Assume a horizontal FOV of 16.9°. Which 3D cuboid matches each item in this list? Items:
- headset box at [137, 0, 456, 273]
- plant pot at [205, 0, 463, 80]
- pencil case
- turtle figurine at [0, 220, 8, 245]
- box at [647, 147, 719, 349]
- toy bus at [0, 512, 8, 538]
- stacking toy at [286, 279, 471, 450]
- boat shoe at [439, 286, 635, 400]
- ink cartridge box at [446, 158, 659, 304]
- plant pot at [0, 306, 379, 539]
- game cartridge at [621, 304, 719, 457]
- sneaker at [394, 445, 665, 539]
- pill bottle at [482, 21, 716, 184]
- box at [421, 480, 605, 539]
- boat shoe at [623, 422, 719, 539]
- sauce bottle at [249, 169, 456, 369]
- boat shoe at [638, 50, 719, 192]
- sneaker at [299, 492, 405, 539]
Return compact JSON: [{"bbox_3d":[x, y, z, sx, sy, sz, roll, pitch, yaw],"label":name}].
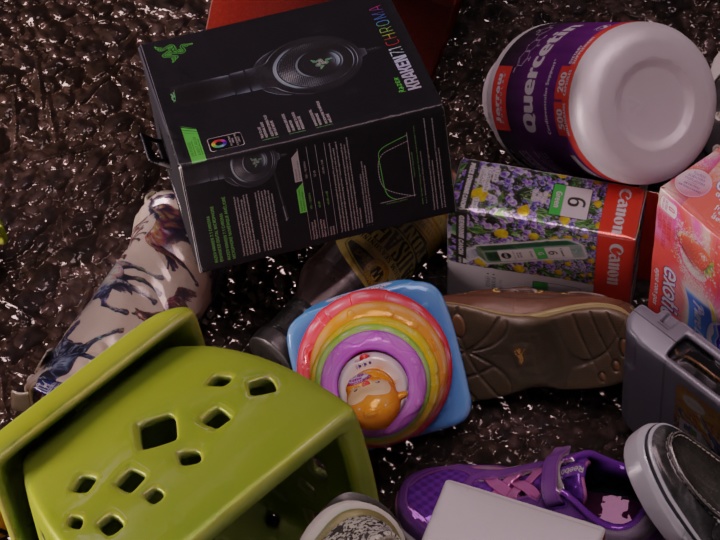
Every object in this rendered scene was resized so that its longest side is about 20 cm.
[{"bbox_3d":[-0.053,-0.099,1.691,0.199,0.093,0.174,-13,36,-6],"label":"headset box"},{"bbox_3d":[-0.001,-0.241,1.847,0.175,0.200,0.201,21,56,1],"label":"plant pot"},{"bbox_3d":[-0.162,0.034,1.706,0.089,0.078,0.201,27,58,4],"label":"pencil case"},{"bbox_3d":[-0.337,-0.007,1.750,0.161,0.064,0.201,-28,69,0],"label":"turtle figurine"},{"bbox_3d":[0.263,0.009,1.634,0.102,0.201,0.095,-33,58,-22],"label":"box"},{"bbox_3d":[-0.302,0.096,1.646,0.078,0.065,0.201,-25,73,5],"label":"toy bus"},{"bbox_3d":[0.008,0.074,1.584,0.115,0.200,0.110,-16,95,4],"label":"stacking toy"},{"bbox_3d":[0.102,0.047,1.702,0.199,0.073,0.068,-1,18,12],"label":"boat shoe"},{"bbox_3d":[0.162,-0.012,1.709,0.199,0.109,0.051,10,54,9],"label":"ink cartridge box"},{"bbox_3d":[-0.119,0.158,1.546,0.200,0.200,0.181,-39,54,-23],"label":"plant pot"},{"bbox_3d":[0.252,0.118,1.595,0.041,0.134,0.200,-39,61,-25],"label":"game cartridge"},{"bbox_3d":[0.121,0.153,1.603,0.199,0.089,0.081,6,55,7],"label":"sneaker"},{"bbox_3d":[0.163,-0.122,1.740,0.112,0.113,0.200,-28,15,-18],"label":"pill bottle"},{"bbox_3d":[0.069,0.260,1.484,0.106,0.153,0.201,16,56,14],"label":"box"},{"bbox_3d":[0.255,0.167,1.550,0.200,0.071,0.072,46,43,-3],"label":"boat shoe"},{"bbox_3d":[0.000,0.000,1.736,0.066,0.066,0.200,31,62,22],"label":"sauce bottle"},{"bbox_3d":[0.267,-0.099,1.797,0.060,0.074,0.200,22,49,23],"label":"boat shoe"},{"bbox_3d":[-0.031,0.227,1.445,0.077,0.089,0.201,27,82,-10],"label":"sneaker"}]
